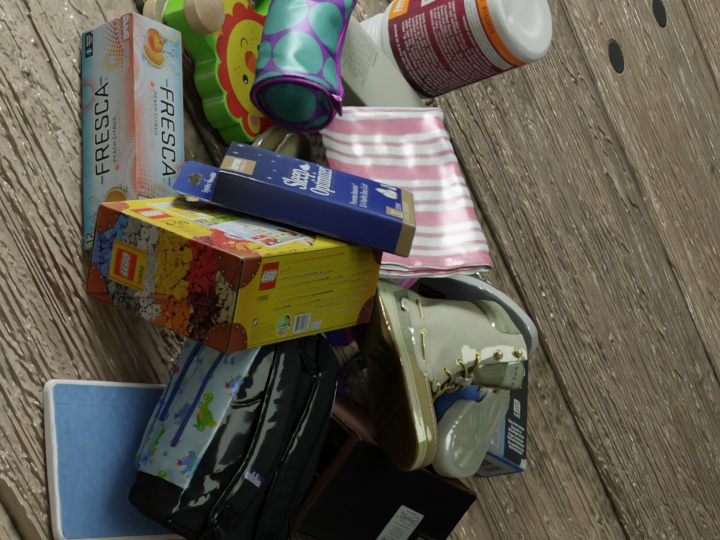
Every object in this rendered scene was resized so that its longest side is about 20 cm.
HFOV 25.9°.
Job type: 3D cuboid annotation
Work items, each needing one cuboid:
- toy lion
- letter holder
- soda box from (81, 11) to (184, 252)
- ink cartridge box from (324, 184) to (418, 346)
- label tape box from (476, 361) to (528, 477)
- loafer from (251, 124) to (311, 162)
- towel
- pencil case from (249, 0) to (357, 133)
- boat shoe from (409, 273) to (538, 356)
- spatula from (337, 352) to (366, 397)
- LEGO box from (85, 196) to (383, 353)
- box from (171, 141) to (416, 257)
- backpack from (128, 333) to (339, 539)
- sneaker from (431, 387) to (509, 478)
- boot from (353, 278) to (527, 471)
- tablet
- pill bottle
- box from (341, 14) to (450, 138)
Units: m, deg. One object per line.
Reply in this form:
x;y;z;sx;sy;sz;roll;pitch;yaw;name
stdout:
-0.116;-0.227;1.504;0.192;0.068;0.202;52;41;-39;toy lion
-0.012;0.185;1.461;0.101;0.142;0.199;-53;138;4;letter holder
-0.194;-0.112;1.342;0.063;0.068;0.203;18;65;-51;soda box
0.000;0.000;1.481;0.200;0.037;0.096;-40;132;-36;ink cartridge box
0.119;0.104;1.691;0.144;0.063;0.202;31;55;-45;label tape box
-0.081;-0.051;1.454;0.076;0.067;0.202;64;40;-51;loafer
0.036;-0.080;1.472;0.145;0.030;0.202;-1;56;-22;towel
-0.044;-0.228;1.487;0.086;0.091;0.202;81;17;-54;pencil case
0.107;0.026;1.604;0.063;0.199;0.071;-21;134;-48;boat shoe
-0.006;0.097;1.559;0.200;0.020;0.057;-34;118;-55;spatula
-0.097;-0.004;1.262;0.199;0.148;0.078;-10;116;-57;LEGO box
-0.052;-0.065;1.294;0.121;0.197;0.033;-88;-167;-74;box
-0.098;0.127;1.308;0.163;0.153;0.202;35;82;-42;backpack
0.069;0.140;1.512;0.200;0.110;0.078;-47;134;-62;sneaker
0.081;0.096;1.409;0.153;0.072;0.201;10;44;-25;boot
-0.183;0.159;1.306;0.199;0.014;0.132;8;71;-51;tablet
0.093;-0.250;1.667;0.114;0.198;0.116;24;58;-47;pill bottle
0.009;-0.171;1.637;0.200;0.068;0.083;48;44;-32;box
